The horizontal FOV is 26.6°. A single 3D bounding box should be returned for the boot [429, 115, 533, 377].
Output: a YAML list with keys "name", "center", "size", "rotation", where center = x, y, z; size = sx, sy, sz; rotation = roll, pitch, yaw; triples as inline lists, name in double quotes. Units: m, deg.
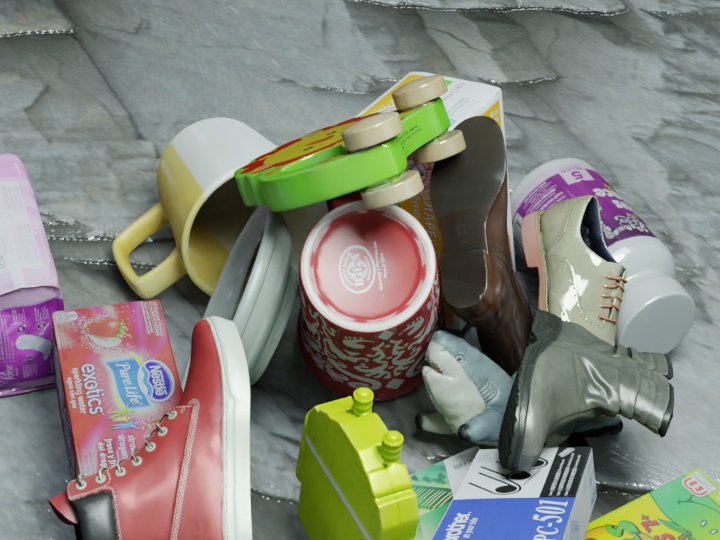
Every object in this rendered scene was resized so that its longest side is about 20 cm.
- name: "boot"
  center: [0.117, -0.011, 1.333]
  size: [0.064, 0.200, 0.187]
  rotation: [0, 67, 21]

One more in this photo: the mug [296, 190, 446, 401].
- name: "mug"
  center: [-0.007, 0.009, 1.275]
  size: [0.133, 0.200, 0.178]
  rotation: [-40, 77, -9]

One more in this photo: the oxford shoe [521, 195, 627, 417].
- name: "oxford shoe"
  center: [0.197, 0.027, 1.320]
  size: [0.071, 0.074, 0.201]
  rotation: [15, 54, -52]

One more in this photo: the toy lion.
- name: "toy lion"
  center: [-0.023, -0.090, 1.237]
  size: [0.191, 0.069, 0.200]
  rotation: [-15, 14, 24]

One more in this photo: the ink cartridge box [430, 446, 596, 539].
- name: "ink cartridge box"
  center: [0.116, 0.183, 1.116]
  size: [0.093, 0.045, 0.200]
  rotation: [-4, 12, 16]

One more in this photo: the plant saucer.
- name: "plant saucer"
  center: [-0.096, 0.040, 1.288]
  size: [0.050, 0.200, 0.201]
  rotation: [23, 39, -11]

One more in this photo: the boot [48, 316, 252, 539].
- name: "boot"
  center: [-0.153, 0.126, 1.111]
  size: [0.143, 0.072, 0.201]
  rotation: [2, 65, -9]

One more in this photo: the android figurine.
- name: "android figurine"
  center: [-0.001, 0.176, 1.121]
  size: [0.041, 0.201, 0.182]
  rotation: [-12, 41, -25]

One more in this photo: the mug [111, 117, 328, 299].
- name: "mug"
  center: [-0.139, -0.068, 1.442]
  size: [0.186, 0.150, 0.153]
  rotation: [-8, 34, -25]

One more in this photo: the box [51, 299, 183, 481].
- name: "box"
  center: [-0.191, 0.128, 1.235]
  size: [0.095, 0.100, 0.200]
  rotation: [-7, 41, -14]

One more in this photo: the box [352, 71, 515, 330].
- name: "box"
  center: [0.068, -0.065, 1.398]
  size: [0.101, 0.201, 0.112]
  rotation: [15, 39, 31]

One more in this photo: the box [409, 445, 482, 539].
- name: "box"
  center: [0.091, 0.235, 1.189]
  size: [0.144, 0.036, 0.200]
  rotation: [-20, 46, -28]

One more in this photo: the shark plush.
- name: "shark plush"
  center: [0.141, 0.112, 1.283]
  size: [0.199, 0.084, 0.091]
  rotation: [14, -5, -13]

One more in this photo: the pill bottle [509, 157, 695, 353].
- name: "pill bottle"
  center: [0.225, -0.008, 1.428]
  size: [0.112, 0.113, 0.200]
  rotation: [-14, 44, -21]

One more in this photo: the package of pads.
- name: "package of pads"
  center: [-0.314, 0.001, 1.353]
  size: [0.075, 0.121, 0.200]
  rotation: [-10, 42, -17]

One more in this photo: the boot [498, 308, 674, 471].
- name: "boot"
  center: [0.184, 0.101, 1.194]
  size: [0.130, 0.068, 0.200]
  rotation: [18, 31, 7]

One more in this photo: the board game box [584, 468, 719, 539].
- name: "board game box"
  center: [0.223, 0.229, 1.157]
  size: [0.199, 0.048, 0.102]
  rotation: [-17, 46, -37]
